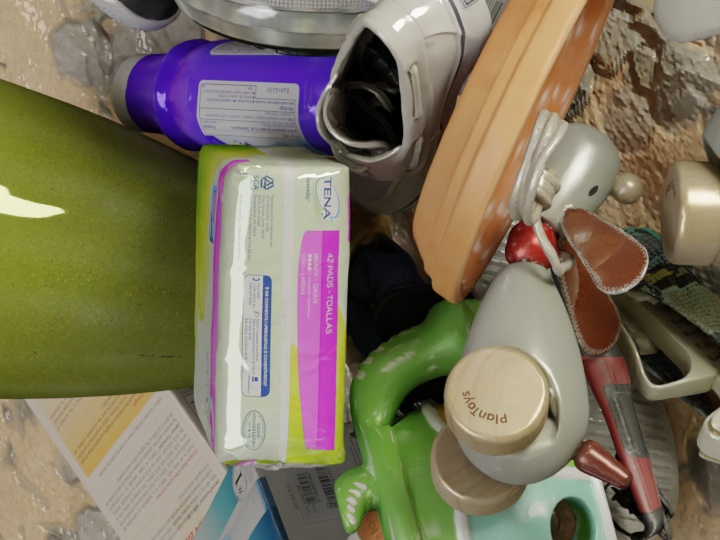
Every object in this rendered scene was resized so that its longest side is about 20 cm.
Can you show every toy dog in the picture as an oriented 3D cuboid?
[{"bbox_3d":[0.199,-0.094,1.373,0.096,0.132,0.200,-101,33,-52],"label":"toy dog"},{"bbox_3d":[0.103,0.029,1.389,0.096,0.132,0.200,19,87,5],"label":"toy dog"}]

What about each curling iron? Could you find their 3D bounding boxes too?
[{"bbox_3d":[0.117,0.047,1.471,0.050,0.026,0.200,1,113,64],"label":"curling iron"}]

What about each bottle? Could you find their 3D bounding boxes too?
[{"bbox_3d":[-0.059,-0.098,1.639,0.200,0.083,0.065,5,92,43],"label":"bottle"}]

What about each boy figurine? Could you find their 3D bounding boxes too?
[{"bbox_3d":[0.000,0.000,1.582,0.200,0.064,0.124,-125,32,-58],"label":"boy figurine"}]

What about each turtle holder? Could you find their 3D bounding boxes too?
[{"bbox_3d":[0.056,0.121,1.482,0.141,0.132,0.186,77,178,-64],"label":"turtle holder"}]

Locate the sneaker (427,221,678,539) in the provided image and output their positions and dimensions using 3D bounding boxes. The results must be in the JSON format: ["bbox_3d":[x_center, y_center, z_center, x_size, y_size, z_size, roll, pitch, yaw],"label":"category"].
[{"bbox_3d":[0.103,0.061,1.568,0.200,0.074,0.082,63,157,7],"label":"sneaker"}]

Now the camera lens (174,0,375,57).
[{"bbox_3d":[-0.021,-0.221,1.490,0.160,0.160,0.200,24,123,37],"label":"camera lens"}]

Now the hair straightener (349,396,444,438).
[{"bbox_3d":[0.031,0.074,1.636,0.200,0.041,0.077,44,115,26],"label":"hair straightener"}]

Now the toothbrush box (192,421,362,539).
[{"bbox_3d":[-0.036,0.203,1.700,0.147,0.085,0.200,68,152,27],"label":"toothbrush box"}]

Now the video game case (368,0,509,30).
[{"bbox_3d":[0.049,-0.219,1.406,0.200,0.143,0.018,-63,23,19],"label":"video game case"}]

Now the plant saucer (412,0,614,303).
[{"bbox_3d":[0.075,-0.080,1.427,0.037,0.200,0.200,26,128,8],"label":"plant saucer"}]

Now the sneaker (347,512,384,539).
[{"bbox_3d":[0.088,0.179,1.572,0.200,0.073,0.085,20,113,-8],"label":"sneaker"}]

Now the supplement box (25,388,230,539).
[{"bbox_3d":[-0.129,0.081,1.797,0.200,0.074,0.126,54,135,14],"label":"supplement box"}]

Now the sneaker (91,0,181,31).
[{"bbox_3d":[-0.127,-0.239,1.651,0.114,0.075,0.200,-11,96,50],"label":"sneaker"}]

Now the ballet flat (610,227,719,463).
[{"bbox_3d":[0.180,0.060,1.478,0.200,0.074,0.074,42,133,25],"label":"ballet flat"}]

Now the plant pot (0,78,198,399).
[{"bbox_3d":[-0.140,-0.001,1.671,0.187,0.200,0.187,-168,90,-79],"label":"plant pot"}]

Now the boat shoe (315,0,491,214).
[{"bbox_3d":[0.011,-0.079,1.431,0.072,0.066,0.200,50,155,11],"label":"boat shoe"}]

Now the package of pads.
[{"bbox_3d":[-0.046,0.017,1.476,0.200,0.068,0.155,-138,49,-81],"label":"package of pads"}]
